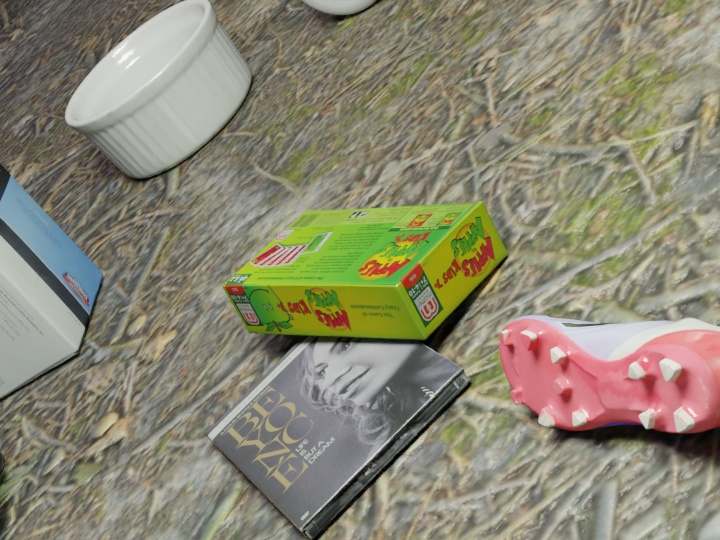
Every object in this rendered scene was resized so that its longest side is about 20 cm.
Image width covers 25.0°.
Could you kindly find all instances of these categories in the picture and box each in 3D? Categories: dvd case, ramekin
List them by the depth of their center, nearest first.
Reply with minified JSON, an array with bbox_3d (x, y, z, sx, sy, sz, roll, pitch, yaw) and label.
[{"bbox_3d":[-0.022,0.095,1.128,0.149,0.016,0.200,-44,25,-8],"label":"dvd case"},{"bbox_3d":[-0.213,-0.192,1.752,0.200,0.098,0.201,-32,26,18],"label":"ramekin"}]

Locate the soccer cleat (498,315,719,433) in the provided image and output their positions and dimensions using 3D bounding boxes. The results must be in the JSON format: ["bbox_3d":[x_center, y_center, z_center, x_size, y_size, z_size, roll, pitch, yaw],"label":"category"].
[{"bbox_3d":[0.152,0.055,0.922,0.076,0.067,0.200,-16,8,-27],"label":"soccer cleat"}]

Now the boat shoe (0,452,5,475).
[{"bbox_3d":[-0.388,0.212,1.382,0.200,0.068,0.072,-42,62,4],"label":"boat shoe"}]

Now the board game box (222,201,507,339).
[{"bbox_3d":[0.000,0.000,1.185,0.199,0.048,0.102,-1,36,49],"label":"board game box"}]

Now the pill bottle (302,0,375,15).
[{"bbox_3d":[-0.007,-0.373,1.741,0.115,0.116,0.201,-22,31,32],"label":"pill bottle"}]

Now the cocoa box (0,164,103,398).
[{"bbox_3d":[-0.362,0.000,1.526,0.133,0.200,0.132,-30,27,21],"label":"cocoa box"}]
